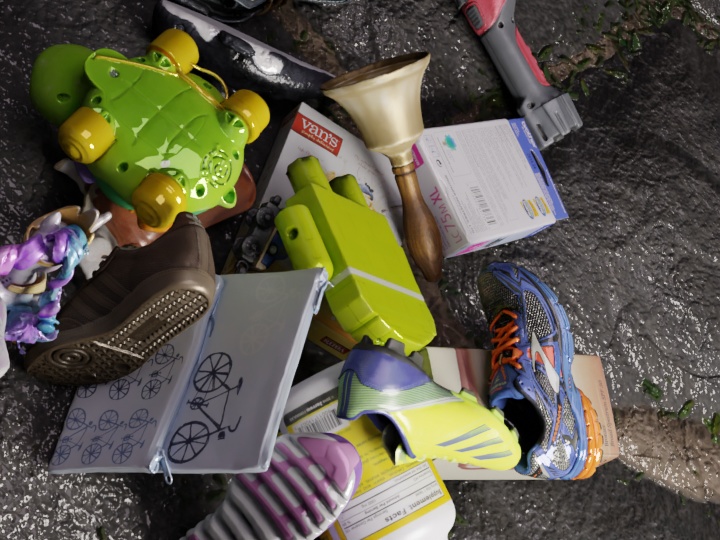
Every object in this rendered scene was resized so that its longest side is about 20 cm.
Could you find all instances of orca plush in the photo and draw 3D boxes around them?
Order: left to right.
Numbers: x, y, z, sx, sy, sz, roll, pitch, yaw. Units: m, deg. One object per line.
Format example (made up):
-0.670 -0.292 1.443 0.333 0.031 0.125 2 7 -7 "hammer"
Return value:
-0.108 -0.177 1.397 0.199 0.072 0.105 17 14 -37 "orca plush"

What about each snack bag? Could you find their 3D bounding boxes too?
-0.132 0.077 1.174 0.021 0.198 0.190 57 40 -45 "snack bag"

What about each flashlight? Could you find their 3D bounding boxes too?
0.165 -0.228 1.584 0.201 0.067 0.068 60 13 1 "flashlight"

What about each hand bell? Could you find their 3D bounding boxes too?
0.041 -0.085 1.374 0.104 0.104 0.202 -28 107 -39 "hand bell"

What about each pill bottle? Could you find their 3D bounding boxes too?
0.008 0.179 1.253 0.112 0.112 0.201 -21 81 -38 "pill bottle"

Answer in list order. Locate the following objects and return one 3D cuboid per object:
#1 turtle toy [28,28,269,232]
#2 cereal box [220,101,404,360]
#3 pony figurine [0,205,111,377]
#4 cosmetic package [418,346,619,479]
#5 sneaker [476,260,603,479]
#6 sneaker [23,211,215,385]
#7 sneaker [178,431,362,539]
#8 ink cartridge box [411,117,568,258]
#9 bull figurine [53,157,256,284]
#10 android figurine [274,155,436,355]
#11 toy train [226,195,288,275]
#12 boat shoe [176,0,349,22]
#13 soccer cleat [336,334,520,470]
-0.177 -0.113 1.202 0.200 0.101 0.146 40 58 3 "turtle toy"
-0.032 -0.037 1.375 0.143 0.039 0.201 31 55 -18 "cereal box"
-0.287 0.017 1.079 0.192 0.200 0.168 -19 80 -38 "pony figurine"
0.125 0.130 1.368 0.198 0.087 0.104 3 67 -32 "cosmetic package"
0.142 0.085 1.299 0.078 0.075 0.202 -10 72 -33 "sneaker"
-0.179 0.025 1.155 0.070 0.199 0.076 30 46 -40 "sneaker"
-0.062 0.186 1.166 0.088 0.200 0.081 -11 60 -54 "sneaker"
0.121 -0.084 1.480 0.199 0.042 0.120 -15 77 -51 "ink cartridge box"
-0.180 -0.062 1.273 0.199 0.065 0.122 -26 82 -38 "bull figurine"
0.000 0.000 1.280 0.182 0.041 0.201 20 42 -57 "android figurine"
-0.104 0.030 1.264 0.046 0.034 0.201 30 74 -22 "toy train"
-0.090 -0.269 1.435 0.199 0.071 0.092 14 62 -20 "boat shoe"
0.052 0.125 1.213 0.200 0.064 0.084 35 69 -37 "soccer cleat"
